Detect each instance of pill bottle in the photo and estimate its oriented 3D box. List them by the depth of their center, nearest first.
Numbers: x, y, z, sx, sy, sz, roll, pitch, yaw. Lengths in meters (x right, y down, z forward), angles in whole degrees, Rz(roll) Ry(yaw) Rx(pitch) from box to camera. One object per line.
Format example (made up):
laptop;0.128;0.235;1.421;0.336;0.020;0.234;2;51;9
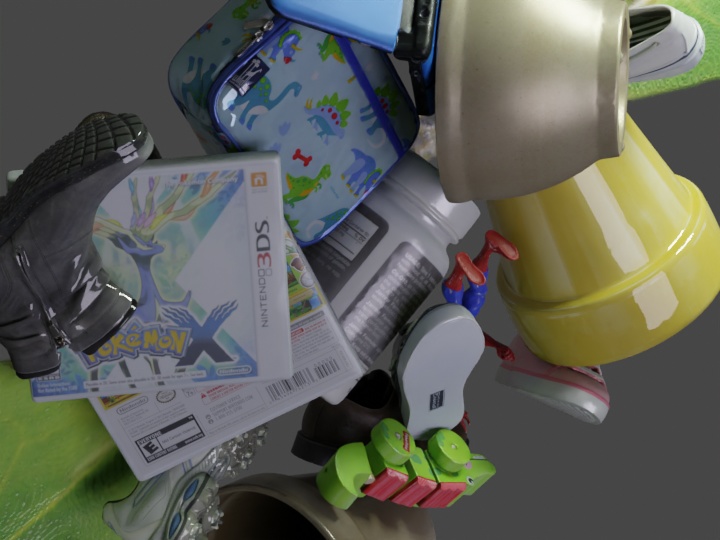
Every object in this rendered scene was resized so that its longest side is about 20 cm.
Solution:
pill bottle;0.000;0.000;1.665;0.200;0.114;0.114;-50;136;-5

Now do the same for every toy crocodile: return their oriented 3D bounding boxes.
toy crocodile;0.041;0.173;1.720;0.067;0.062;0.200;-43;146;27

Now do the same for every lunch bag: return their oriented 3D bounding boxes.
lunch bag;-0.046;-0.131;1.571;0.161;0.082;0.200;-45;137;-15

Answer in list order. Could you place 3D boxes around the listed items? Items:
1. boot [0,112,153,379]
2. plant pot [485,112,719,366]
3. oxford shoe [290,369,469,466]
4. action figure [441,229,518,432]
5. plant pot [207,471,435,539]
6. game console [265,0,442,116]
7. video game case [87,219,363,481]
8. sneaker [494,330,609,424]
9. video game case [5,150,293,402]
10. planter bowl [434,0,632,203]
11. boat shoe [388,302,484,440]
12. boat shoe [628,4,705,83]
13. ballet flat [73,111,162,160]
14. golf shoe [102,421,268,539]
boot;-0.200;-0.017;1.458;0.200;0.070;0.132;-31;116;19
plant pot;0.192;-0.050;1.758;0.201;0.201;0.189;-39;118;-16
oxford shoe;0.031;0.133;1.806;0.200;0.073;0.085;8;99;-48
action figure;0.099;0.060;1.761;0.065;0.099;0.200;-33;164;-29
plant pot;-0.028;0.252;1.758;0.173;0.200;0.200;-22;129;-50
game console;0.007;-0.239;1.526;0.171;0.118;0.200;75;22;-68
video game case;-0.124;0.048;1.565;0.200;0.023;0.182;-26;116;4
sneaker;0.184;0.072;1.829;0.075;0.200;0.105;28;88;-13
video game case;-0.154;0.006;1.515;0.199;0.022;0.183;-5;113;-5
planter bowl;0.138;-0.148;1.568;0.200;0.134;0.201;3;90;-80
boat shoe;0.057;0.070;1.693;0.072;0.068;0.200;-19;153;-9
boat shoe;0.181;-0.181;1.680;0.200;0.074;0.067;-18;150;24
ballet flat;-0.158;-0.043;1.550;0.067;0.046;0.200;-42;135;-14
golf shoe;-0.139;0.142;1.660;0.078;0.097;0.200;86;26;-49
